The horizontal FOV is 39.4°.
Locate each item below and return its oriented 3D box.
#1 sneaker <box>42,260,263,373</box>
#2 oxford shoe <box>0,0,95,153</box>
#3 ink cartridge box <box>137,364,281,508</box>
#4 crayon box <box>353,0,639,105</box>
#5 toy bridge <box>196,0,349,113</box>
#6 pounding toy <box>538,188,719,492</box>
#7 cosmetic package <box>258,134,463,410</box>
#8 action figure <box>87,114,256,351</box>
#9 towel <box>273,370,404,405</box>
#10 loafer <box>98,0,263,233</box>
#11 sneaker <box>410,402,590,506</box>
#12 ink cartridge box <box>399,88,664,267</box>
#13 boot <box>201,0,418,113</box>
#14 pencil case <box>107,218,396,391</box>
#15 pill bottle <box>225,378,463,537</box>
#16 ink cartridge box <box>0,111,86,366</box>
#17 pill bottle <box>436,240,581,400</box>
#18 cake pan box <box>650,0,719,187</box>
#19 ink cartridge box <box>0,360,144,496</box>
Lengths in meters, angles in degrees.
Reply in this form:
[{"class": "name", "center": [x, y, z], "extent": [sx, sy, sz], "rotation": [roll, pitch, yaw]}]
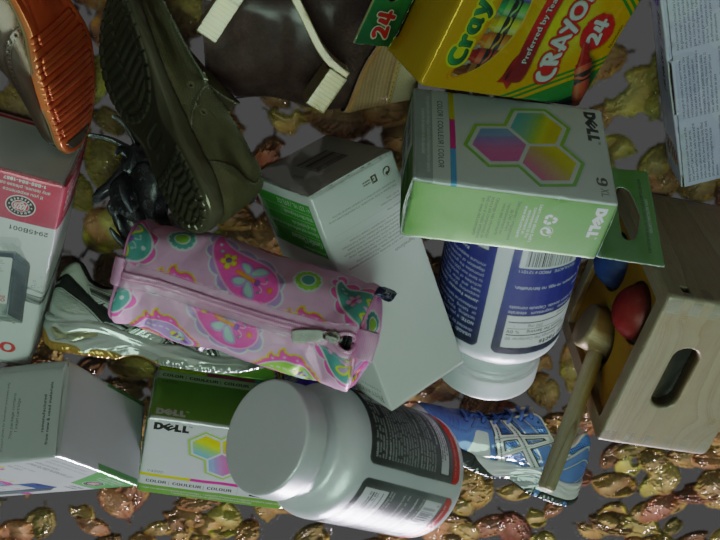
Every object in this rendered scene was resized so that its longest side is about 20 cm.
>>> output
[{"class": "sneaker", "center": [-0.170, 0.040, 0.875], "extent": [0.199, 0.076, 0.088], "rotation": [10, 83, -14]}, {"class": "oxford shoe", "center": [-0.254, -0.181, 0.746], "extent": [0.073, 0.071, 0.201], "rotation": [3, 123, 19]}, {"class": "ink cartridge box", "center": [-0.126, 0.124, 0.955], "extent": [0.147, 0.076, 0.201], "rotation": [9, 126, -9]}, {"class": "crayon box", "center": [0.106, -0.188, 0.704], "extent": [0.199, 0.051, 0.127], "rotation": [-1, 132, -37]}, {"class": "toy bridge", "center": [-0.089, -0.190, 0.691], "extent": [0.200, 0.027, 0.067], "rotation": [32, 108, -20]}, {"class": "pounding toy", "center": [0.235, 0.064, 0.862], "extent": [0.141, 0.184, 0.201], "rotation": [9, 125, -9]}, {"class": "cosmetic package", "center": [0.000, 0.000, 0.824], "extent": [0.085, 0.107, 0.201], "rotation": [-31, 116, -22]}, {"class": "action figure", "center": [-0.144, -0.036, 0.827], "extent": [0.119, 0.102, 0.201], "rotation": [-25, 94, 30]}, {"class": "towel", "center": [-0.014, 0.121, 0.942], "extent": [0.143, 0.023, 0.201], "rotation": [-23, 124, -30]}, {"class": "loafer", "center": [-0.133, -0.122, 0.743], "extent": [0.067, 0.201, 0.076], "rotation": [-15, 169, -40]}, {"class": "sneaker", "center": [0.140, 0.167, 1.013], "extent": [0.199, 0.076, 0.077], "rotation": [22, 96, -15]}, {"class": "ink cartridge box", "center": [0.131, -0.070, 0.740], "extent": [0.199, 0.104, 0.059], "rotation": [7, 138, -3]}, {"class": "boot", "center": [-0.032, -0.203, 0.725], "extent": [0.165, 0.073, 0.201], "rotation": [1, 129, -6]}, {"class": "pencil case", "center": [-0.080, 0.025, 0.733], "extent": [0.199, 0.088, 0.088], "rotation": [17, 125, 6]}, {"class": "pill bottle", "center": [-0.011, 0.161, 0.868], "extent": [0.116, 0.116, 0.200], "rotation": [-40, 139, 23]}, {"class": "ink cartridge box", "center": [-0.322, -0.029, 0.832], "extent": [0.145, 0.085, 0.200], "rotation": [15, 126, -13]}, {"class": "pill bottle", "center": [0.123, 0.007, 0.858], "extent": [0.115, 0.116, 0.201], "rotation": [4, 125, -6]}, {"class": "cake pan box", "center": [0.323, -0.176, 0.777], "extent": [0.183, 0.052, 0.201], "rotation": [-16, 125, 6]}, {"class": "ink cartridge box", "center": [-0.319, 0.150, 0.909], "extent": [0.199, 0.088, 0.145], "rotation": [-6, 157, 15]}]
